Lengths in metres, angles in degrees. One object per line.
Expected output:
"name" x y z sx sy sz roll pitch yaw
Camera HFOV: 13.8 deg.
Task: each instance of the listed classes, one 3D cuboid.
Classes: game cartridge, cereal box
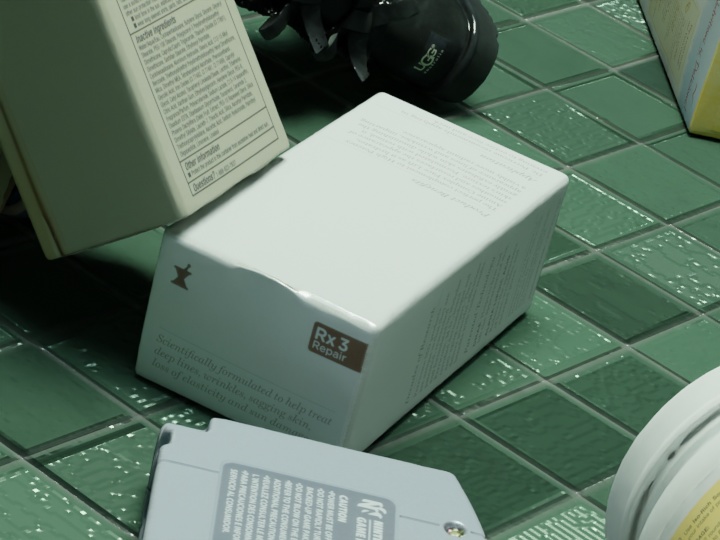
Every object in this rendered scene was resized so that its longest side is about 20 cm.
"game cartridge" -0.016 0.123 1.031 0.133 0.041 0.200 11 27 -2
"cereal box" 0.196 -0.175 1.596 0.039 0.144 0.200 11 28 -11

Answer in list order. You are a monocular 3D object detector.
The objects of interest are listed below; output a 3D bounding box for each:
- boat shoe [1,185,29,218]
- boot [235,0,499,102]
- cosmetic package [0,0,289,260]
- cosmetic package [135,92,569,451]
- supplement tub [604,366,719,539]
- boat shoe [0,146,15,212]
"boat shoe" -0.128 -0.086 1.329 0.072 0.072 0.200 22 33 -22
"boot" -0.029 -0.167 1.485 0.162 0.073 0.198 22 23 -41
"cosmetic package" -0.111 -0.118 1.186 0.073 0.201 0.103 -17 10 29
"cosmetic package" 0.000 0.000 1.235 0.101 0.074 0.200 25 30 19
"supplement tub" 0.177 0.129 1.001 0.145 0.146 0.200 3 29 -24
"boat shoe" -0.163 -0.088 1.226 0.072 0.065 0.201 2 53 27
